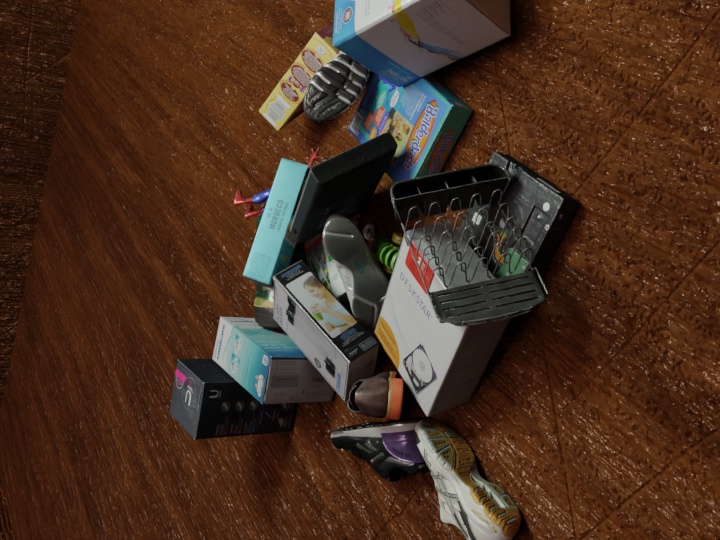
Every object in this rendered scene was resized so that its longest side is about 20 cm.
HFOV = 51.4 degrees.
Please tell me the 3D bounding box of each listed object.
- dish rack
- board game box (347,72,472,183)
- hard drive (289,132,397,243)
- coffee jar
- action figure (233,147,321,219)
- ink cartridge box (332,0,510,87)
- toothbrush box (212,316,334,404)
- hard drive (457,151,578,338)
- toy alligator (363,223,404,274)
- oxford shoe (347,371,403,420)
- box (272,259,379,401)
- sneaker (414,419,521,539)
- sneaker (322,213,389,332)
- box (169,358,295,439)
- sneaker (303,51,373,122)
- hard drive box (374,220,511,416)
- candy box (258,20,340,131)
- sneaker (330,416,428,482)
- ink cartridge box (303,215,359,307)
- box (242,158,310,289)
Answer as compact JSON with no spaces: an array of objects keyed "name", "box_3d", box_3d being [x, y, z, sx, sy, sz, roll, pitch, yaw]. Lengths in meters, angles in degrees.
[{"name":"dish rack","box_3d":[0.130,-0.030,0.885,0.055,0.151,0.202,87,168,-53]},{"name":"board game box","box_3d":[0.069,-0.227,1.136,0.201,0.045,0.153,55,128,41]},{"name":"hard drive","box_3d":[-0.029,-0.120,1.126,0.033,0.138,0.200,57,157,11]},{"name":"coffee jar","box_3d":[-0.137,0.001,1.330,0.084,0.104,0.204,2,91,27]},{"name":"action figure","box_3d":[-0.125,-0.155,1.350,0.197,0.065,0.100,-4,55,28]},{"name":"ink cartridge box","box_3d":[0.083,-0.374,1.014,0.198,0.145,0.149,-13,67,42]},{"name":"toothbrush box","box_3d":[-0.148,0.153,1.303,0.199,0.145,0.087,25,105,52]},{"name":"hard drive","box_3d":[0.183,-0.033,0.970,0.140,0.037,0.202,45,121,45]},{"name":"toy alligator","box_3d":[0.043,-0.030,1.142,0.200,0.054,0.060,37,115,48]},{"name":"oxford shoe","box_3d":[0.017,0.178,1.082,0.200,0.071,0.072,108,167,-78]},{"name":"box","box_3d":[-0.060,0.094,1.186,0.200,0.060,0.117,46,150,26]},{"name":"sneaker","box_3d":[0.121,0.288,0.988,0.200,0.075,0.088,52,126,43]},{"name":"sneaker","box_3d":[0.000,0.000,1.150,0.080,0.070,0.202,-108,-4,-70]},{"name":"box","box_3d":[-0.226,0.227,1.352,0.122,0.198,0.108,22,104,51]},{"name":"sneaker","box_3d":[-0.016,-0.305,1.196,0.201,0.075,0.116,-53,-5,-8]},{"name":"hard drive box","box_3d":[0.103,0.064,0.981,0.157,0.076,0.202,56,147,35]},{"name":"candy box","box_3d":[-0.084,-0.340,1.289,0.056,0.117,0.200,43,133,-4]},{"name":"sneaker","box_3d":[0.024,0.274,1.123,0.199,0.075,0.089,-19,77,50]},{"name":"ink cartridge box","box_3d":[-0.047,-0.040,1.265,0.109,0.050,0.203,-36,59,46]},{"name":"box","box_3d":[-0.130,-0.073,1.229,0.048,0.082,0.203,17,83,10]}]
